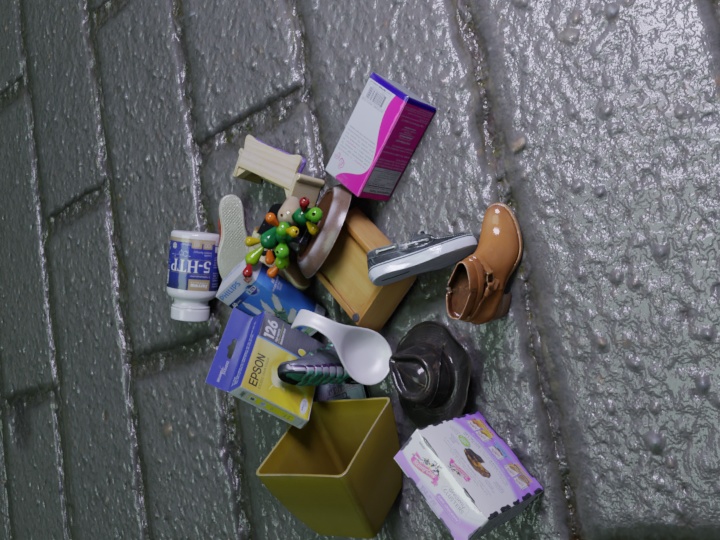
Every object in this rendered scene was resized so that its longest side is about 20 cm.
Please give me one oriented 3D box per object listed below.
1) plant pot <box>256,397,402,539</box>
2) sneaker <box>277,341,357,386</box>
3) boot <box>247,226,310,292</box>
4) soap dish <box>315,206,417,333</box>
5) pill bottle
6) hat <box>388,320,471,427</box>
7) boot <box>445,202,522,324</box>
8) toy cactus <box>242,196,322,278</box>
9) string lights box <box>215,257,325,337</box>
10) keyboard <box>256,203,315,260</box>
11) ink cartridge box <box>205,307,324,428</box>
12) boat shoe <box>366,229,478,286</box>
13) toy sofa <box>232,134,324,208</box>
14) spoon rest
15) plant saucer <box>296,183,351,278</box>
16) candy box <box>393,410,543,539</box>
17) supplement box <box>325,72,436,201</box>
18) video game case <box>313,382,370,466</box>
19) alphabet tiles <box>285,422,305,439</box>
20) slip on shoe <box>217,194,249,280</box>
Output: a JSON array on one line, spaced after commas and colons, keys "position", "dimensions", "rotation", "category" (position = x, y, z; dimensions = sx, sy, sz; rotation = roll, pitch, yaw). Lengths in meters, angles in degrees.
[{"position": [-0.032, 0.368, 1.253], "dimensions": [0.198, 0.200, 0.178], "rotation": [-10, 115, 34], "category": "plant pot"}, {"position": [-0.069, 0.166, 1.297], "dimensions": [0.074, 0.198, 0.089], "rotation": [-40, 52, 48], "category": "sneaker"}, {"position": [-0.196, 0.022, 1.478], "dimensions": [0.200, 0.072, 0.157], "rotation": [45, 115, 32], "category": "boot"}, {"position": [0.000, 0.000, 1.315], "dimensions": [0.200, 0.081, 0.158], "rotation": [48, 117, 30], "category": "soap dish"}, {"position": [-0.389, 0.012, 1.605], "dimensions": [0.118, 0.119, 0.203], "rotation": [8, 95, 38], "category": "pill bottle"}, {"position": [0.099, 0.183, 1.208], "dimensions": [0.199, 0.080, 0.204], "rotation": [-15, 71, 51], "category": "hat"}, {"position": [0.196, -0.014, 1.109], "dimensions": [0.073, 0.154, 0.204], "rotation": [0, 89, 39], "category": "boot"}, {"position": [-0.149, -0.082, 1.295], "dimensions": [0.200, 0.102, 0.166], "rotation": [-43, 25, 34], "category": "toy cactus"}, {"position": [-0.179, 0.066, 1.391], "dimensions": [0.102, 0.199, 0.059], "rotation": [-38, 25, 34], "category": "string lights box"}, {"position": [-0.157, -0.073, 1.383], "dimensions": [0.199, 0.021, 0.128], "rotation": [15, 75, 57], "category": "keyboard"}, {"position": [-0.172, 0.173, 1.310], "dimensions": [0.047, 0.199, 0.199], "rotation": [-45, 22, 36], "category": "ink cartridge box"}, {"position": [0.103, -0.037, 1.195], "dimensions": [0.197, 0.072, 0.072], "rotation": [-16, 69, 0], "category": "boat shoe"}, {"position": [-0.171, -0.210, 1.457], "dimensions": [0.199, 0.082, 0.099], "rotation": [26, 100, 36], "category": "toy sofa"}, {"position": [-0.029, 0.134, 1.251], "dimensions": [0.100, 0.198, 0.061], "rotation": [-64, 10, -23], "category": "spoon rest"}, {"position": [-0.076, -0.083, 1.333], "dimensions": [0.201, 0.032, 0.201], "rotation": [-55, 20, 31], "category": "plant saucer"}, {"position": [0.174, 0.322, 1.092], "dimensions": [0.168, 0.199, 0.072], "rotation": [50, 117, 28], "category": "candy box"}, {"position": [0.036, -0.243, 1.278], "dimensions": [0.101, 0.103, 0.202], "rotation": [41, 113, 30], "category": "supplement box"}, {"position": [-0.033, 0.282, 1.377], "dimensions": [0.142, 0.019, 0.203], "rotation": [-26, 74, 36], "category": "video game case"}, {"position": [-0.145, 0.283, 1.416], "dimensions": [0.166, 0.006, 0.203], "rotation": [132, 126, -69], "category": "alphabet tiles"}, {"position": [-0.294, -0.071, 1.573], "dimensions": [0.061, 0.073, 0.204], "rotation": [-166, 73, -73], "category": "slip on shoe"}]
